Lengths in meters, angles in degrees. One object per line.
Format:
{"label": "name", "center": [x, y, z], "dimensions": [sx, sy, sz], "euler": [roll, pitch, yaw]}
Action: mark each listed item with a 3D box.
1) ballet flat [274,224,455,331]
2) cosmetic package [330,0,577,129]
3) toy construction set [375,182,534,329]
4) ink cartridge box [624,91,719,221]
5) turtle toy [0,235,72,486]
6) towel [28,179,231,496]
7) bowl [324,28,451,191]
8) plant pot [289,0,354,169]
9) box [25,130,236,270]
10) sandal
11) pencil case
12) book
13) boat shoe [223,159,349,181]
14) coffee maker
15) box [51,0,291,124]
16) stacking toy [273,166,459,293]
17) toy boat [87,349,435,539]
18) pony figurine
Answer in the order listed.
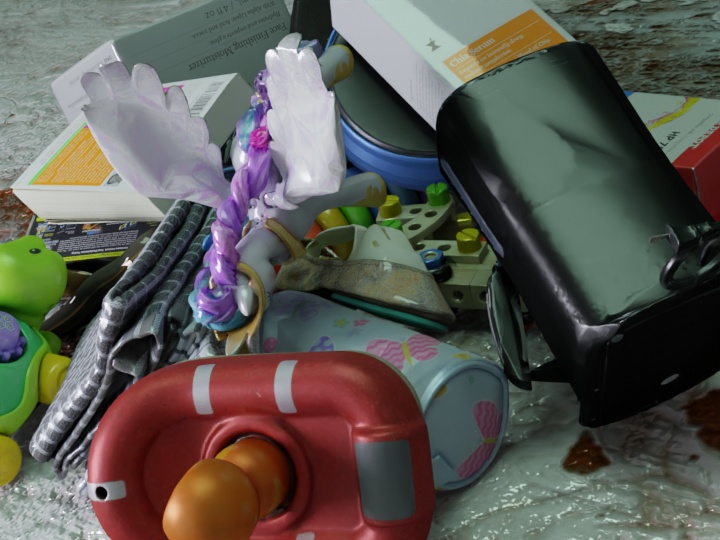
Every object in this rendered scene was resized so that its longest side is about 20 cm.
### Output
{"label": "ballet flat", "center": [0.000, 0.000, 0.866], "dimensions": [0.068, 0.067, 0.200], "euler": [19, -8, -36]}
{"label": "cosmetic package", "center": [0.071, -0.175, 0.916], "dimensions": [0.101, 0.071, 0.200], "euler": [-33, 61, -16]}
{"label": "toy construction set", "center": [0.095, -0.020, 0.904], "dimensions": [0.200, 0.092, 0.131], "euler": [-12, 26, 32]}
{"label": "ink cartridge box", "center": [0.243, -0.084, 0.952], "dimensions": [0.200, 0.067, 0.116], "euler": [13, 40, 43]}
{"label": "turtle toy", "center": [-0.286, 0.064, 0.905], "dimensions": [0.146, 0.101, 0.200], "euler": [7, 50, 38]}
{"label": "towel", "center": [-0.145, 0.042, 0.840], "dimensions": [0.166, 0.086, 0.200], "euler": [-48, 12, 30]}
{"label": "bowl", "center": [0.063, -0.161, 0.983], "dimensions": [0.200, 0.039, 0.201], "euler": [-3, 64, 7]}
{"label": "plant pot", "center": [0.042, -0.187, 1.138], "dimensions": [0.200, 0.200, 0.178], "euler": [-2, 44, 26]}
{"label": "box", "center": [-0.196, -0.060, 1.074], "dimensions": [0.200, 0.044, 0.160], "euler": [-6, 55, 25]}
{"label": "sandal", "center": [-0.224, 0.010, 0.984], "dimensions": [0.200, 0.055, 0.082], "euler": [-35, -3, 30]}
{"label": "pencil case", "center": [0.001, 0.073, 0.781], "dimensions": [0.091, 0.083, 0.200], "euler": [-39, 35, -29]}
{"label": "book", "center": [-0.191, -0.103, 1.010], "dimensions": [0.200, 0.048, 0.134], "euler": [3, 53, 47]}
{"label": "boat shoe", "center": [-0.066, -0.090, 1.019], "dimensions": [0.084, 0.069, 0.200], "euler": [-39, 0, 26]}
{"label": "coffee maker", "center": [0.142, -0.039, 0.723], "dimensions": [0.134, 0.192, 0.200], "euler": [-11, 55, -26]}
{"label": "box", "center": [-0.183, -0.192, 1.257], "dimensions": [0.199, 0.131, 0.200], "euler": [-32, 12, -30]}
{"label": "stacking toy", "center": [-0.015, -0.043, 1.017], "dimensions": [0.200, 0.085, 0.085], "euler": [-32, 31, -17]}
{"label": "toy boat", "center": [-0.065, 0.117, 0.663], "dimensions": [0.200, 0.131, 0.131], "euler": [-5, 6, 23]}
{"label": "pony figurine", "center": [-0.059, -0.066, 0.758], "dimensions": [0.166, 0.193, 0.200], "euler": [0, 32, 25]}
